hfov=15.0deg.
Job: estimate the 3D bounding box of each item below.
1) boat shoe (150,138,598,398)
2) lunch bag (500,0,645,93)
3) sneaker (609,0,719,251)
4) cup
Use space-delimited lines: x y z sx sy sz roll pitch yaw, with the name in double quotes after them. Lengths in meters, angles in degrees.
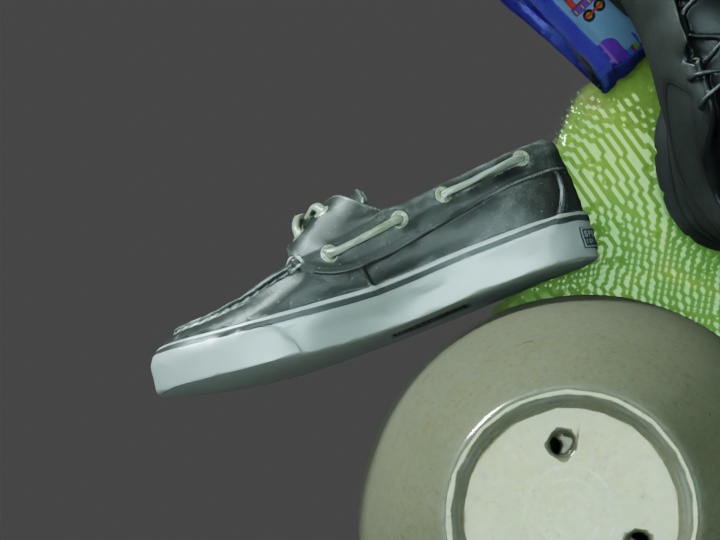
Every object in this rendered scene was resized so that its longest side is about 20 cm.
0.000 0.000 1.179 0.200 0.071 0.064 -20 82 -4 "boat shoe"
0.101 -0.189 1.184 0.200 0.094 0.151 45 87 1 "lunch bag"
0.147 -0.098 1.131 0.076 0.091 0.200 -22 104 -3 "sneaker"
0.090 0.101 1.115 0.200 0.143 0.201 -1 83 7 "cup"
